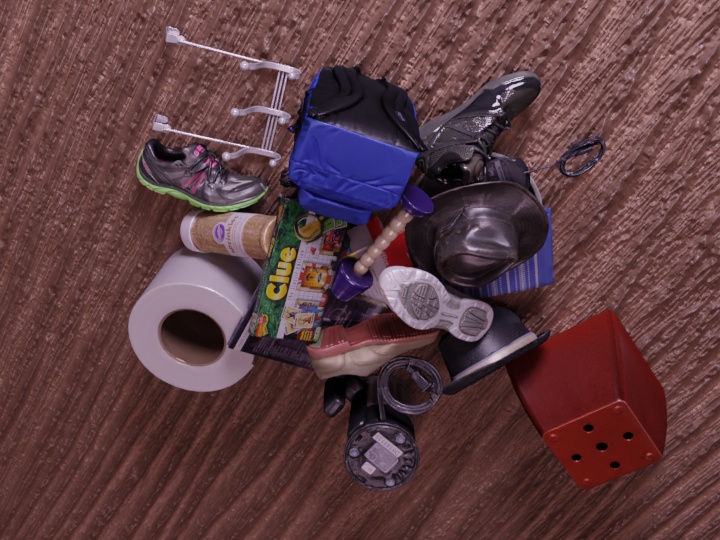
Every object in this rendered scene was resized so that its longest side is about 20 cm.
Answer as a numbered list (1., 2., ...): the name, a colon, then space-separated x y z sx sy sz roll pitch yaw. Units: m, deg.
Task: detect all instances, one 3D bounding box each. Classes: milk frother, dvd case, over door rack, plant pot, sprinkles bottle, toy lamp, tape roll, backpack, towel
1. milk frother: 0.055 0.216 1.197 0.200 0.188 0.181 -30 103 9
2. dvd case: -0.079 0.082 1.109 0.200 0.016 0.149 19 116 -27
3. over door rack: -0.198 -0.239 1.047 0.200 0.067 0.148 17 118 -2
4. plant pot: 0.368 0.221 1.166 0.200 0.176 0.200 -31 111 20
5. sprinkles bottle: -0.183 -0.054 1.093 0.200 0.068 0.068 7 125 41
6. toy lamp: 0.023 -0.030 1.022 0.058 0.058 0.200 32 126 -10
7. tape roll: -0.251 0.073 1.183 0.203 0.139 0.203 3 119 5
8. backpack: -0.018 -0.175 0.986 0.162 0.200 0.168 20 128 -14
9. towel: 0.187 -0.020 1.097 0.200 0.024 0.145 -10 127 6

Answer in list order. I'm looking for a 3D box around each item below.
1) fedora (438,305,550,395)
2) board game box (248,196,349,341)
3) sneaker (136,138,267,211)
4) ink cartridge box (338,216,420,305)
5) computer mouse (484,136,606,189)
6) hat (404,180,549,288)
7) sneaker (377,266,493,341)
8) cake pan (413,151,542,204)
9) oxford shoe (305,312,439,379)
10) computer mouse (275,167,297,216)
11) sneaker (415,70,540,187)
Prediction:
1. fedora: 0.195 0.113 1.152 0.201 0.201 0.092 -34 78 22
2. board game box: -0.085 0.002 1.032 0.105 0.023 0.200 8 107 -27
3. sneaker: -0.237 -0.145 1.099 0.200 0.077 0.084 13 123 -2
4. ink cartridge box: 0.000 0.000 1.127 0.200 0.067 0.116 -25 126 3
5. computer mouse: 0.242 -0.142 1.028 0.200 0.034 0.059 -15 99 10
6. hat: 0.162 -0.030 1.012 0.200 0.081 0.201 1 133 1
7. sneaker: 0.093 0.043 1.062 0.200 0.099 0.078 27 92 -33
8. cake pan: 0.168 -0.089 1.100 0.200 0.037 0.200 3 118 6
9. oxford shoe: 0.022 0.115 1.107 0.200 0.071 0.074 -9 118 2
10. computer mouse: -0.082 -0.069 1.131 0.138 0.053 0.200 9 121 -23
11. sneaker: 0.168 -0.181 0.994 0.199 0.114 0.076 -30 146 8
